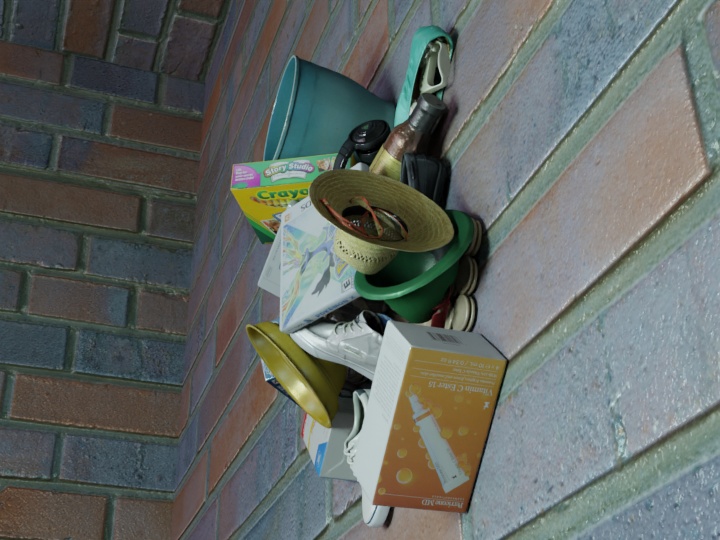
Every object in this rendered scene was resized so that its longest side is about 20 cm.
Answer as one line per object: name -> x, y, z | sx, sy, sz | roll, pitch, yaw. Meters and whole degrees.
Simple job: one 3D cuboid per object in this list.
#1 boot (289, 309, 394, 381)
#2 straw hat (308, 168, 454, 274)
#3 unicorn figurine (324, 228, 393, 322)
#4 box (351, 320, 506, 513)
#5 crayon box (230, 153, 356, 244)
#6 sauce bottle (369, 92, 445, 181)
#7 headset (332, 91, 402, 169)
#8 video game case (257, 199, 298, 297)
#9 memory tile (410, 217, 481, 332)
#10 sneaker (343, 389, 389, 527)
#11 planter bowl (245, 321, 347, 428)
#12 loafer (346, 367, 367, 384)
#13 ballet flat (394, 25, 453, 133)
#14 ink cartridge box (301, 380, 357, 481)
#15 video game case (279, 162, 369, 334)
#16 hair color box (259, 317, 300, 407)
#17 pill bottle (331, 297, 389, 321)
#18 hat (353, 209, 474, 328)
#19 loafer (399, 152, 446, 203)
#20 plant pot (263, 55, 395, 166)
boot -> -0.006, 0.087, 1.498 | 0.074, 0.200, 0.096 | -50, -21, -49
straw hat -> 0.011, -0.043, 1.330 | 0.201, 0.201, 0.085 | -108, 33, -56
unicorn figurine -> 0.000, 0.000, 1.524 | 0.200, 0.137, 0.074 | -31, 15, 16
box -> 0.079, 0.175, 1.268 | 0.097, 0.124, 0.200 | -132, 53, -68
crayon box -> -0.092, -0.116, 1.745 | 0.173, 0.200, 0.058 | 65, -157, -59
sauce bottle -> 0.059, -0.165, 1.538 | 0.200, 0.066, 0.066 | -57, 27, 32
headset -> 0.033, -0.191, 1.631 | 0.200, 0.123, 0.094 | -53, 38, 5
video game case -> -0.064, -0.002, 1.748 | 0.024, 0.182, 0.200 | -59, -4, -47
memory tile -> 0.114, 0.019, 1.425 | 0.200, 0.017, 0.154 | 156, 122, -69
sneaker -> 0.009, 0.269, 1.537 | 0.073, 0.071, 0.200 | 137, 140, -63
planter bowl -> -0.080, 0.136, 1.604 | 0.083, 0.201, 0.200 | -40, 9, -16
loafer -> -0.037, 0.143, 1.766 | 0.200, 0.063, 0.072 | -153, 74, -72
ballet flat -> 0.095, -0.260, 1.556 | 0.070, 0.067, 0.200 | 18, 101, 59
ink cartridge box -> -0.045, 0.246, 1.732 | 0.200, 0.067, 0.116 | -131, 53, -69
video game case -> -0.052, -0.031, 1.503 | 0.182, 0.022, 0.200 | -29, 52, 40
hair color box -> -0.113, 0.161, 1.809 | 0.200, 0.060, 0.100 | 55, -163, -64
pill bottle -> 0.001, 0.007, 1.628 | 0.114, 0.114, 0.200 | -112, 35, -60
hat -> 0.098, 0.048, 1.388 | 0.200, 0.176, 0.166 | -40, 28, -14
loafer -> 0.065, -0.068, 1.482 | 0.068, 0.070, 0.201 | 159, 125, -71
plant pot -> -0.048, -0.238, 1.778 | 0.200, 0.188, 0.200 | -166, 90, -76
